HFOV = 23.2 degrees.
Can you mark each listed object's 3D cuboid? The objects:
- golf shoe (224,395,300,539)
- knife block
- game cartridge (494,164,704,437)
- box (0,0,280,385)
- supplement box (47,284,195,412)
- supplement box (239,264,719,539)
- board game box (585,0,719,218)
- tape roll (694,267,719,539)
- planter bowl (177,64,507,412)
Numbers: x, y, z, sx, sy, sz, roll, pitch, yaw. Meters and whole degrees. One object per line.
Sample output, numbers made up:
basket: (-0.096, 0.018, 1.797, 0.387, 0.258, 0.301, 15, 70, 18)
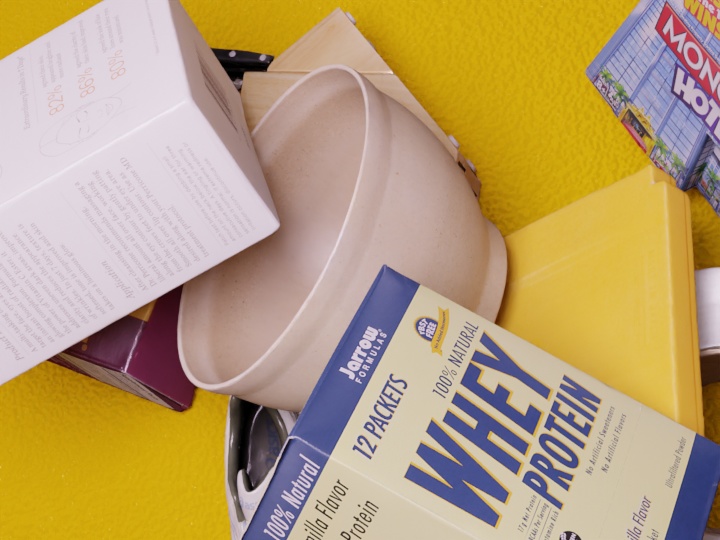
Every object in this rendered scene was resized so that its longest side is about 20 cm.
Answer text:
golf shoe: (-0.056, 0.161, 1.061, 0.078, 0.097, 0.202, -14, 71, 12)
knife block: (-0.044, -0.074, 1.146, 0.175, 0.064, 0.200, -40, 66, 4)
game cartridge: (0.109, 0.050, 1.005, 0.199, 0.032, 0.177, -27, 48, 40)
box: (-0.167, -0.053, 1.016, 0.199, 0.107, 0.153, -28, 38, 8)
supplement box: (-0.191, -0.007, 1.154, 0.199, 0.103, 0.132, 17, 78, 22)
supplement box: (0.046, 0.145, 0.900, 0.199, 0.201, 0.135, 28, 43, 2)
board game box: (0.226, -0.112, 0.991, 0.061, 0.200, 0.201, -24, 64, -20)
tape roll: (0.211, 0.104, 1.002, 0.201, 0.071, 0.204, -5, 72, 17)
planter bowl: (0.000, 0.000, 1.027, 0.200, 0.134, 0.201, -44, 31, 36)
